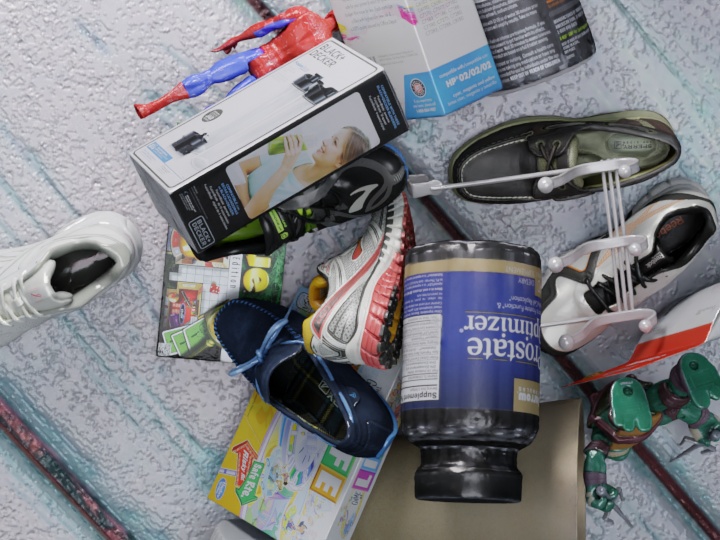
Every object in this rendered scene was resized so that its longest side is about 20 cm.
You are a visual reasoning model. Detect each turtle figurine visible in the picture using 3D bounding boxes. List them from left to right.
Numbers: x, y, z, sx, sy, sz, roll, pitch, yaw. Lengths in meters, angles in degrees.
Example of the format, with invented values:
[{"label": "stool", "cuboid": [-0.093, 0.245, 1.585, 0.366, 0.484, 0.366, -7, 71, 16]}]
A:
[{"label": "turtle figurine", "cuboid": [0.235, 0.137, 1.658, 0.150, 0.200, 0.101, -37, 73, -19]}]

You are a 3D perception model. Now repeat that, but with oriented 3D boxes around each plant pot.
[{"label": "plant pot", "cuboid": [0.089, 0.201, 1.665, 0.199, 0.187, 0.188, 0, 99, 8]}]

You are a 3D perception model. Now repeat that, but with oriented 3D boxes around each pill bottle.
[{"label": "pill bottle", "cuboid": [0.088, 0.082, 1.557, 0.111, 0.112, 0.201, 2, 81, -6]}, {"label": "pill bottle", "cuboid": [0.115, -0.254, 1.618, 0.106, 0.106, 0.201, -21, 100, -2]}]

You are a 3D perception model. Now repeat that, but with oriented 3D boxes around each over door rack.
[{"label": "over door rack", "cuboid": [0.140, -0.010, 1.635, 0.199, 0.067, 0.149, -5, 105, 15]}]

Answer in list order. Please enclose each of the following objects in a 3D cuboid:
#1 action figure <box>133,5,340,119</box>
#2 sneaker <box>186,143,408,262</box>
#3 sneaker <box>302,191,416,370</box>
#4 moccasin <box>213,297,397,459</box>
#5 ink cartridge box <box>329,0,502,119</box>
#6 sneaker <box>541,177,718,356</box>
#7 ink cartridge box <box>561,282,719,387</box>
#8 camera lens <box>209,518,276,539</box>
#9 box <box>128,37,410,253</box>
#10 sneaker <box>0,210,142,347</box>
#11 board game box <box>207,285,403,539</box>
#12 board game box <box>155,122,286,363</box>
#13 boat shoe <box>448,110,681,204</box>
[{"label": "action figure", "cuboid": [-0.092, -0.166, 1.636, 0.199, 0.052, 0.066, -31, 95, -8]}, {"label": "sneaker", "cuboid": [-0.052, -0.049, 1.602, 0.199, 0.083, 0.071, -17, 118, 15]}, {"label": "sneaker", "cuboid": [0.000, 0.000, 1.610, 0.082, 0.200, 0.078, 2, 126, 12]}, {"label": "moccasin", "cuboid": [-0.052, 0.079, 1.599, 0.200, 0.068, 0.081, 32, 102, 33]}, {"label": "ink cartridge box", "cuboid": [0.030, -0.227, 1.599, 0.068, 0.115, 0.201, -27, 104, -28]}, {"label": "sneaker", "cuboid": [0.225, -0.002, 1.685, 0.200, 0.080, 0.074, -45, 103, 4]}, {"label": "ink cartridge box", "cuboid": [0.277, 0.040, 1.632, 0.199, 0.163, 0.057, -13, 85, -17]}, {"label": "camera lens", "cuboid": [-0.087, 0.331, 1.664, 0.159, 0.160, 0.201, 18, 97, -8]}, {"label": "box", "cuboid": [-0.074, -0.103, 1.571, 0.199, 0.117, 0.060, -30, 118, -10]}, {"label": "sneaker", "cuboid": [-0.276, 0.014, 1.623, 0.199, 0.099, 0.078, -30, 101, 0]}, {"label": "board game box", "cuboid": [-0.035, 0.129, 1.648, 0.034, 0.134, 0.201, 23, 91, -52]}, {"label": "board game box", "cuboid": [-0.115, -0.021, 1.675, 0.104, 0.023, 0.201, 4, 99, -9]}, {"label": "boat shoe", "cuboid": [0.176, -0.096, 1.669, 0.200, 0.066, 0.072, -9, 101, -4]}]
